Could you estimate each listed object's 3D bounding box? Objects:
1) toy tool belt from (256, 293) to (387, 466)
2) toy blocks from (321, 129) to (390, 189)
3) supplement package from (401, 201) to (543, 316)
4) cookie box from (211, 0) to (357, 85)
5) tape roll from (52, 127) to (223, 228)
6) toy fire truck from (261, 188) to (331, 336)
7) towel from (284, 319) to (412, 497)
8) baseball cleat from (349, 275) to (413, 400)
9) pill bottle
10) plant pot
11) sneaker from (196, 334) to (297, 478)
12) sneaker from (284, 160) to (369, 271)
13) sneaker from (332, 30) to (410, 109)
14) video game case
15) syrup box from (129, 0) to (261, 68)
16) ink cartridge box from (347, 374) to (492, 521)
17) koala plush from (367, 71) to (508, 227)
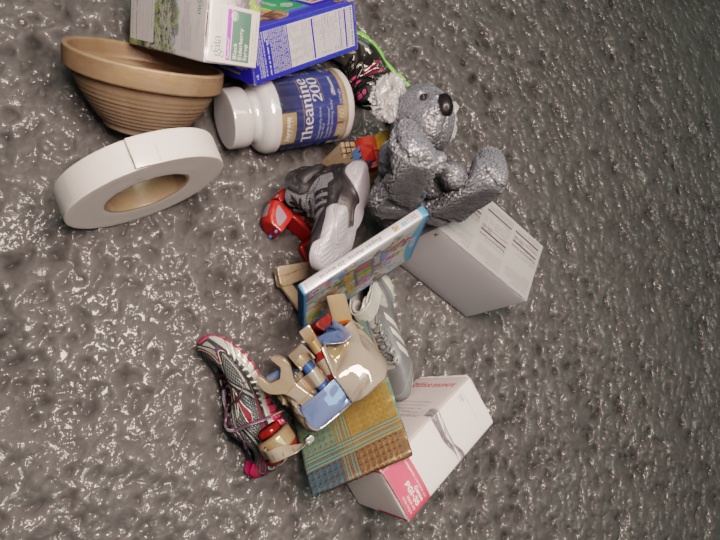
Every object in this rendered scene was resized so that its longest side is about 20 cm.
[{"bbox_3d":[-0.068,0.130,0.704,0.198,0.125,0.125,-36,91,-18],"label":"toy tool belt"},{"bbox_3d":[0.033,-0.180,0.900,0.195,0.136,0.103,-10,83,-31],"label":"toy blocks"},{"bbox_3d":[0.171,-0.034,0.934,0.198,0.155,0.113,37,62,-17],"label":"supplement package"},{"bbox_3d":[-0.129,-0.355,0.830,0.198,0.169,0.077,-32,136,-32],"label":"cookie box"},{"bbox_3d":[-0.262,-0.108,0.674,0.199,0.202,0.038,-24,89,-31],"label":"tape roll"},{"bbox_3d":[-0.083,-0.007,0.843,0.199,0.048,0.143,40,63,-15],"label":"toy fire truck"},{"bbox_3d":[-0.025,0.180,0.759,0.143,0.022,0.204,-22,55,2],"label":"towel"},{"bbox_3d":[0.024,0.099,0.857,0.105,0.068,0.206,12,61,-58],"label":"baseball cleat"},{"bbox_3d":[-0.114,-0.239,0.844,0.196,0.110,0.114,-18,87,-32],"label":"pill bottle"},{"bbox_3d":[-0.283,-0.233,0.732,0.195,0.201,0.095,2,117,-29],"label":"plant pot"},{"bbox_3d":[-0.158,0.176,0.739,0.074,0.080,0.204,-33,96,-29],"label":"sneaker"},{"bbox_3d":[-0.060,-0.079,0.770,0.077,0.110,0.203,79,24,-44],"label":"sneaker"},{"bbox_3d":[0.009,-0.332,0.959,0.198,0.076,0.085,36,59,-17],"label":"sneaker"},{"bbox_3d":[0.000,0.000,0.761,0.197,0.144,0.018,-33,74,-18],"label":"video game case"},{"bbox_3d":[-0.216,-0.318,0.720,0.080,0.197,0.081,-12,120,-47],"label":"syrup box"},{"bbox_3d":[0.078,0.248,0.818,0.198,0.145,0.084,-36,98,-30],"label":"ink cartridge box"},{"bbox_3d":[0.084,-0.176,0.784,0.172,0.184,0.206,9,64,-25],"label":"koala plush"}]
